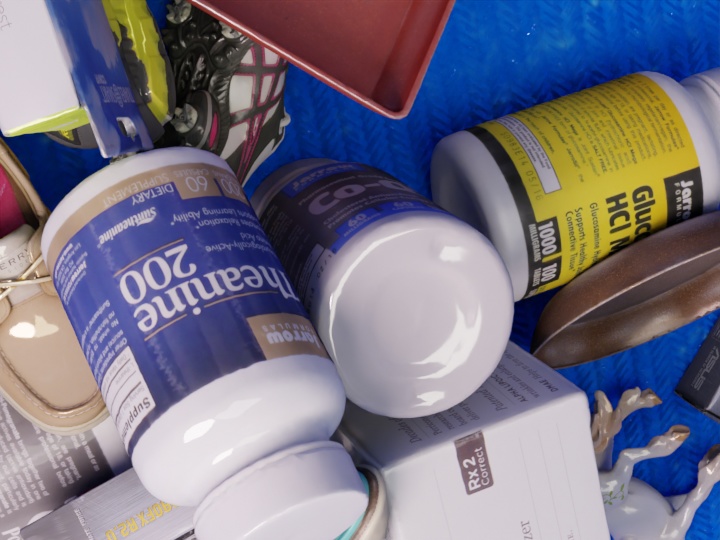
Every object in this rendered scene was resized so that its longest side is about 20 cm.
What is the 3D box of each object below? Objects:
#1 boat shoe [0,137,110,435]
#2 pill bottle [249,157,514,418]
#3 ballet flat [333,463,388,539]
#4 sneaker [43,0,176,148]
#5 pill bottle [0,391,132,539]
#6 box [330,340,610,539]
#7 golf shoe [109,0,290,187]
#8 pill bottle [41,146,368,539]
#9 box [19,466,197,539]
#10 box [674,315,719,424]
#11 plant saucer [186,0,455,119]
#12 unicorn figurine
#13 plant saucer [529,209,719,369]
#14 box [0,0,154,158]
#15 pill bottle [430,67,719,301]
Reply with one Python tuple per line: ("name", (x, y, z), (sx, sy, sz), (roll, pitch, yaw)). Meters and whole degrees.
("boat shoe", (-0.196, -0.003, 0.824), (0.074, 0.069, 0.200), (-29, 77, -15))
("pill bottle", (0.000, 0.000, 0.872), (0.113, 0.200, 0.114), (-5, 107, -18))
("ballet flat", (-0.031, 0.166, 0.854), (0.069, 0.200, 0.070), (22, 52, -31))
("sneaker", (-0.167, -0.161, 0.839), (0.074, 0.084, 0.201), (-7, 87, -57))
("pill bottle", (-0.191, 0.100, 0.882), (0.199, 0.111, 0.111), (-26, 111, -11))
("box", (0.058, 0.152, 0.934), (0.130, 0.200, 0.200), (-19, 109, -14))
("golf shoe", (-0.076, -0.121, 0.894), (0.088, 0.077, 0.201), (31, 84, -55))
("pill bottle", (-0.075, 0.046, 0.754), (0.111, 0.200, 0.111), (-24, 156, -11))
("box", (-0.103, 0.145, 0.883), (0.158, 0.200, 0.048), (-30, 77, -10))
("box", (0.342, 0.043, 1.083), (0.157, 0.051, 0.200), (30, 94, -22))
("plant saucer", (-0.034, -0.201, 0.839), (0.199, 0.037, 0.201), (29, 61, -12))
("unicorn figurine", (0.204, 0.173, 1.067), (0.200, 0.074, 0.137), (39, 99, -10))
("plant saucer", (0.195, 0.008, 0.969), (0.200, 0.200, 0.032), (-20, 72, -13))
("box", (-0.163, -0.146, 0.733), (0.047, 0.122, 0.201), (-18, 96, 6))
("pill bottle", (0.154, -0.060, 0.956), (0.199, 0.112, 0.113), (-20, 110, -13))
